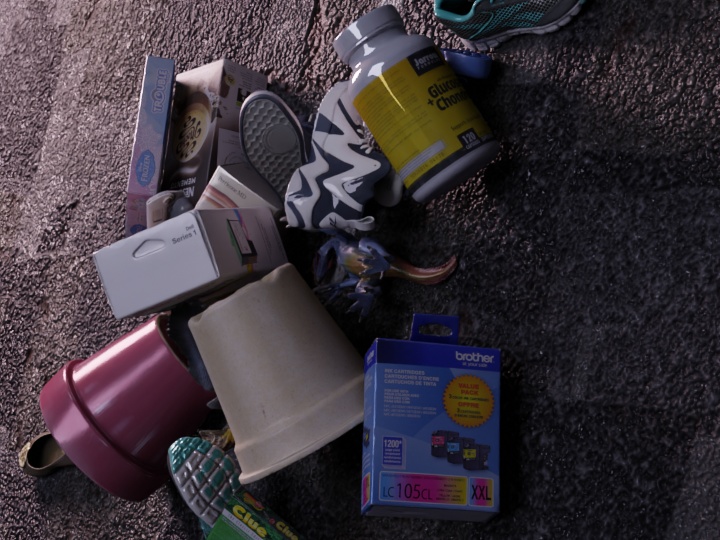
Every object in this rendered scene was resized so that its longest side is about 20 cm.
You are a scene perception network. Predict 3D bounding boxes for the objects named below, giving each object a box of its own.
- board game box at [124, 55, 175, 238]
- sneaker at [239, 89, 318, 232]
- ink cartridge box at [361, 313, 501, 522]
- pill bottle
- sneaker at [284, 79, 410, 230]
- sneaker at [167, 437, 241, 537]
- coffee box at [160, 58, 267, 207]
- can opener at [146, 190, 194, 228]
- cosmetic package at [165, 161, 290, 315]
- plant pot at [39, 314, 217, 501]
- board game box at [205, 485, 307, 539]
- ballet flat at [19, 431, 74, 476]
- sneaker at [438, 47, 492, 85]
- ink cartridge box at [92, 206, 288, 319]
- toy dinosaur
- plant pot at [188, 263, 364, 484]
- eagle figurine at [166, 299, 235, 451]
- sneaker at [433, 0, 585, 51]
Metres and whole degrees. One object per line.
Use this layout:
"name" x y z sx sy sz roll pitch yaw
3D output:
"board game box" -0.289 -0.157 1.992 0.199 0.043 0.202 114 162 -69
"sneaker" -0.091 -0.163 1.747 0.076 0.203 0.147 -16 41 10
"ink cartridge box" 0.071 0.148 1.479 0.076 0.135 0.202 118 155 -68
"pill bottle" 0.056 -0.183 1.580 0.112 0.112 0.201 -36 84 35
"sneaker" 0.005 -0.125 1.652 0.129 0.080 0.200 13 54 15
"sneaker" -0.163 0.284 1.685 0.201 0.078 0.091 53 143 -4
"coffee box" -0.198 -0.167 1.949 0.113 0.079 0.202 -9 70 47
"can opener" -0.252 -0.027 1.912 0.067 0.052 0.201 58 154 33
"cosmetic package" -0.172 -0.025 1.837 0.103 0.087 0.201 34 106 13
"plant pot" -0.277 0.162 1.855 0.179 0.200 0.200 -42 47 9
"board game box" -0.075 0.329 1.572 0.200 0.023 0.105 39 131 7
"ballet flat" -0.443 0.260 2.104 0.199 0.046 0.068 -11 68 46
"sneaker" 0.073 -0.218 1.678 0.199 0.070 0.079 13 103 49
"ink cartridge box" -0.193 -0.011 1.690 0.144 0.200 0.085 -22 86 20
"toy dinosaur" 0.000 0.000 1.691 0.182 0.198 0.106 -100 17 -75
"plant pot" -0.087 0.101 1.584 0.200 0.200 0.184 -28 92 40
"eagle figurine" -0.138 0.114 1.727 0.150 0.152 0.202 2 104 24
"sneaker" 0.160 -0.296 1.579 0.199 0.091 0.078 -20 63 43
